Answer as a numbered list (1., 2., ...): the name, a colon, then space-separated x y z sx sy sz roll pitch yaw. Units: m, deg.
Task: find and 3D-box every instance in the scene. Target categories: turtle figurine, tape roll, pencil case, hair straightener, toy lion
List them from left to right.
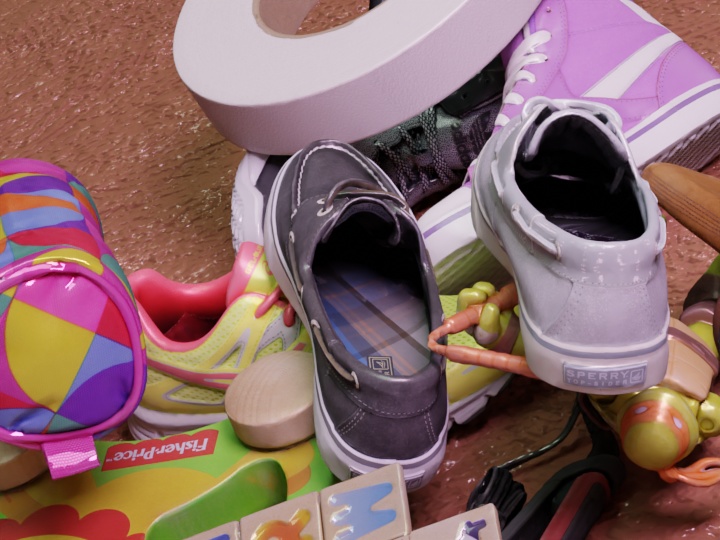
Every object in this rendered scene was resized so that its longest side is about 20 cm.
1. pencil case: -0.138 0.013 0.967 0.088 0.089 0.200 -22 20 -4
2. toy lion: -0.104 0.128 0.920 0.199 0.069 0.192 -11 36 16
3. tape roll: 0.002 -0.139 1.133 0.202 0.037 0.203 -21 37 17
4. hair straightener: 0.043 0.106 0.876 0.077 0.041 0.200 -2 32 29
5. turtle figurine: 0.128 0.040 0.911 0.199 0.065 0.161 13 28 5

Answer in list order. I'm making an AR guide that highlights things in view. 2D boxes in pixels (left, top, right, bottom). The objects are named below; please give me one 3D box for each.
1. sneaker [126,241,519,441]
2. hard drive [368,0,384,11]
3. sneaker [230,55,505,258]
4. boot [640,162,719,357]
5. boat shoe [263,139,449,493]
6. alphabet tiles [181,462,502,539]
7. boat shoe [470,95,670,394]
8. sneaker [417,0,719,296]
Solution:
1. sneaker: -0.023 0.028 1.006 0.199 0.091 0.078 -8 28 18
2. hard drive: 0.069 -0.156 1.253 0.134 0.043 0.200 -9 11 5
3. sneaker: 0.022 -0.057 1.139 0.113 0.076 0.200 -2 30 34
4. boot: 0.165 -0.002 0.863 0.188 0.069 0.200 7 24 -29
5. boat shoe: 0.000 0.000 0.934 0.070 0.066 0.200 3 39 -8
6. alphabet tiles: -0.037 0.154 0.806 0.199 0.006 0.167 -21 46 14
7. boat shoe: 0.084 -0.028 0.873 0.070 0.072 0.201 1 26 -5
8. sneaker: 0.076 -0.065 1.079 0.200 0.073 0.114 -29 69 -33
